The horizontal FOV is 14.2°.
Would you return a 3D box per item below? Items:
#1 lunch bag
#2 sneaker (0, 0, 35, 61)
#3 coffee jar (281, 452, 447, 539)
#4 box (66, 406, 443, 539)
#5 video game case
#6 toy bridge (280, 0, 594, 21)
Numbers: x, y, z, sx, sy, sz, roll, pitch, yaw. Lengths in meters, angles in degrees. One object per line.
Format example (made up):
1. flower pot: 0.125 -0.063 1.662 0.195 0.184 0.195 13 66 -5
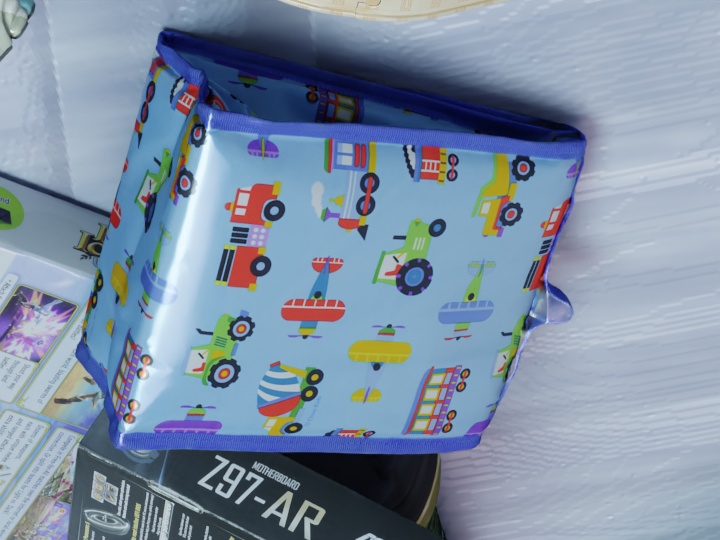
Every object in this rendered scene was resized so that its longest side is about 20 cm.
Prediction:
1. lunch bag: 0.000 0.000 1.208 0.200 0.094 0.151 9 112 -21
2. sneaker: -0.233 -0.099 1.149 0.200 0.078 0.086 -23 120 13
3. coffee jar: -0.005 0.136 1.365 0.104 0.085 0.200 3 138 16
4. box: -0.055 0.150 1.302 0.160 0.044 0.200 26 145 10
5. video game case: -0.177 0.043 1.301 0.181 0.045 0.200 21 132 -20
6. toy bridge: 0.003 -0.125 1.111 0.200 0.067 0.027 8 135 -7
